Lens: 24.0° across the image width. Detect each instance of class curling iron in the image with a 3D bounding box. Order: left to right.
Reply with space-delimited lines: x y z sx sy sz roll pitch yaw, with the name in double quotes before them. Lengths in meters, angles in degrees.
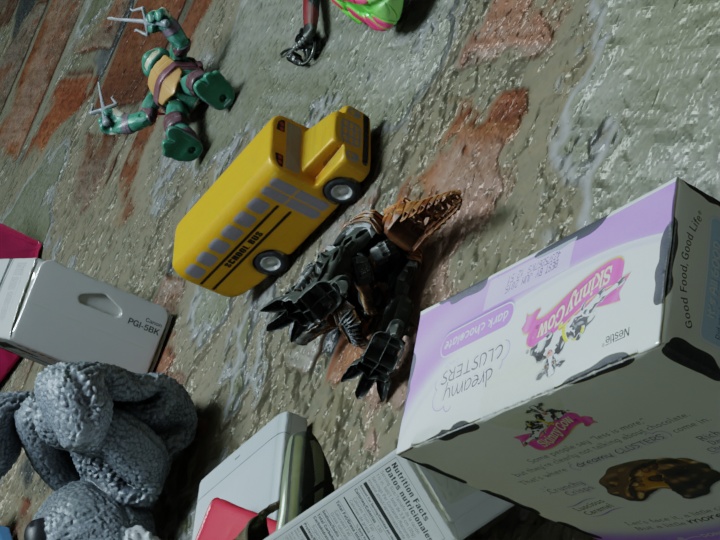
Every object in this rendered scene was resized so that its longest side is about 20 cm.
"curling iron" -0.053 -0.264 1.599 0.050 0.025 0.201 -42 33 36

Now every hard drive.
"hard drive" -0.088 0.217 1.223 0.132 0.027 0.201 -42 34 42

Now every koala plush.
"koala plush" -0.213 0.193 1.382 0.176 0.183 0.202 -21 69 41

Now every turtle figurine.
"turtle figurine" -0.204 -0.197 1.759 0.200 0.100 0.151 44 123 49

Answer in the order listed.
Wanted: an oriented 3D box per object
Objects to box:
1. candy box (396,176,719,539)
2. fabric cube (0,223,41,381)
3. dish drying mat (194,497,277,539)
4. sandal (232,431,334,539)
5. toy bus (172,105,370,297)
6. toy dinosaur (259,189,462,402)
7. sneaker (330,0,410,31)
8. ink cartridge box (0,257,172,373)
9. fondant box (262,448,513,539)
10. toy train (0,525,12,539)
"candy box" 0.142 0.059 0.687 0.167 0.199 0.072 -29 42 52
"fabric cube" -0.523 0.052 2.059 0.200 0.199 0.197 -48 28 29
"dish drying mat" -0.055 0.209 1.123 0.199 0.018 0.077 10 76 53
"sandal" -0.060 0.194 1.045 0.057 0.080 0.203 8 71 18
"toy bus" -0.071 -0.059 1.382 0.200 0.078 0.066 -44 32 40
"toy dinosaur" 0.000 0.000 1.176 0.201 0.101 0.136 109 -176 -46
"sneaker" 0.009 -0.257 1.432 0.084 0.077 0.200 -46 29 0
"ink cartridge box" -0.289 0.051 1.640 0.200 0.146 0.084 0 68 64
"fondant box" 0.024 0.132 0.933 0.200 0.144 0.059 -38 80 44
"toy train" -0.429 0.331 1.745 0.201 0.086 0.114 -59 31 13
